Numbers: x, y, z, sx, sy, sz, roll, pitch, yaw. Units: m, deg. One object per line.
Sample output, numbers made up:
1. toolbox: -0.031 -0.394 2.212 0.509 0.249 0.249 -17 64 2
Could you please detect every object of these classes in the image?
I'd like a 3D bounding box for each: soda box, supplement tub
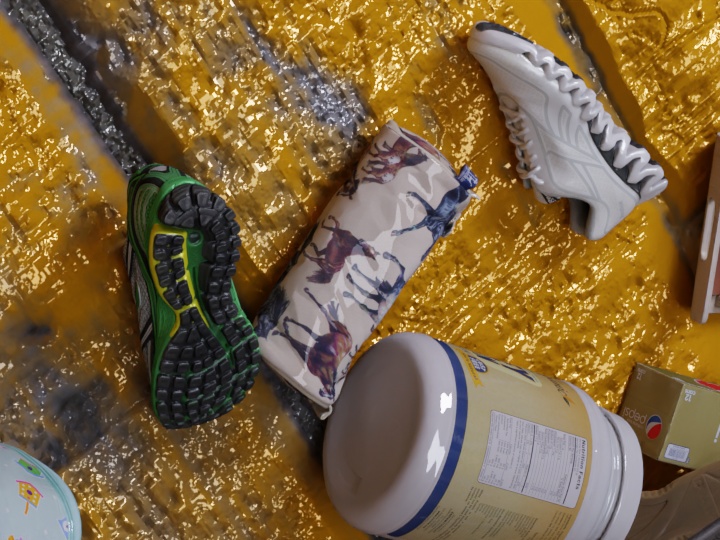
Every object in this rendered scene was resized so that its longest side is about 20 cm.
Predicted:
1. soda box: 0.301 0.131 1.625 0.199 0.068 0.064 17 95 -29
2. supplement tub: 0.089 0.136 1.474 0.199 0.144 0.145 19 94 -30

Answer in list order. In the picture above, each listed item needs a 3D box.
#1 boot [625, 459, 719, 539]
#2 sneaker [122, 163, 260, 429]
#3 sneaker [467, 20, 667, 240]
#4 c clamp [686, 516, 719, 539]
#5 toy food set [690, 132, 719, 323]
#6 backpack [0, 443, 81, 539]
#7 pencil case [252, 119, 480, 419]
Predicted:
1. boot: 0.243 0.224 1.610 0.199 0.073 0.156 -23 143 11
2. sneaker: -0.117 0.018 1.381 0.077 0.085 0.201 -14 125 -23
3. sneaker: 0.138 -0.099 1.485 0.081 0.075 0.200 -46 118 1
4. c clamp: 0.304 0.220 1.550 0.199 0.027 0.171 -34 140 13
5. toy food set: 0.349 -0.031 1.610 0.199 0.060 0.145 0 103 -29
6. backpack: -0.256 0.203 1.301 0.153 0.175 0.202 9 98 -45
7. pencil case: 0.000 0.000 1.432 0.089 0.078 0.201 35 85 -15
